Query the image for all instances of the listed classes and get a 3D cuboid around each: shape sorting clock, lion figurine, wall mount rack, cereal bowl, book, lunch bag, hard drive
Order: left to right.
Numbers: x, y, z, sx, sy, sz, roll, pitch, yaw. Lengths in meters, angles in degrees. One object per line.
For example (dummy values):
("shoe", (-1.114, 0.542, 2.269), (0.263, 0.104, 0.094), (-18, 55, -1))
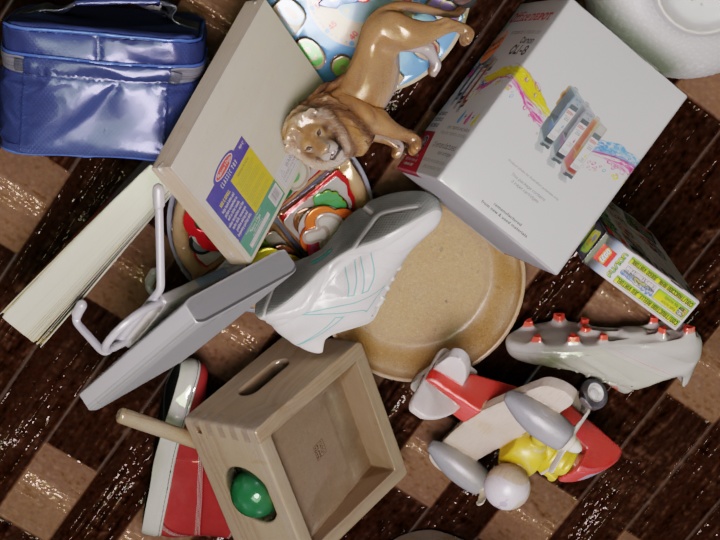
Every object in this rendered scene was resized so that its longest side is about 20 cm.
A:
("book", (-0.241, -0.035, 1.464), (0.048, 0.134, 0.200), (41, 104, -12))
("lunch bag", (-0.221, -0.178, 1.412), (0.199, 0.136, 0.133), (2, 110, -4))
("wall mount rack", (-0.169, -0.008, 1.413), (0.075, 0.200, 0.174), (48, 122, 8))
("hard drive", (-0.158, 0.055, 1.425), (0.200, 0.132, 0.026), (-37, 86, 45))
("shape sorting clock", (0.003, -0.256, 1.446), (0.199, 0.039, 0.200), (-1, 110, -2))
("lion figurine", (0.013, -0.174, 1.422), (0.122, 0.072, 0.200), (25, 84, -22))
("cereal bowl", (0.303, -0.269, 1.433), (0.200, 0.083, 0.201), (-1, 109, -2))

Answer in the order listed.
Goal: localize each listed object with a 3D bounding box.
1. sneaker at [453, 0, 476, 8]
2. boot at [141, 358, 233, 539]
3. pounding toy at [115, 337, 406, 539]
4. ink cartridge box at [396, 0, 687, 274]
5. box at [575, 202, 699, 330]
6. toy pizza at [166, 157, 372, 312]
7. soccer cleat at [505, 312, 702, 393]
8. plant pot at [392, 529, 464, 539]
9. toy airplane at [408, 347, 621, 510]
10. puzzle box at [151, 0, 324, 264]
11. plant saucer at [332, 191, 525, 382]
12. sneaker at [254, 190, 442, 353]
("sneaker", (0.138, -0.319, 1.423), (0.200, 0.082, 0.077), (-44, 61, -3))
("boot", (-0.135, 0.183, 1.583), (0.144, 0.072, 0.200), (8, 115, -8))
("pounding toy", (-0.091, 0.166, 1.509), (0.142, 0.200, 0.184), (4, 123, 43))
("ink cartridge box", (0.161, -0.124, 1.421), (0.145, 0.145, 0.200), (38, 88, -15))
("box", (0.239, -0.023, 1.454), (0.110, 0.200, 0.035), (35, 104, -13))
("toy pizza", (-0.084, -0.046, 1.504), (0.200, 0.032, 0.201), (-4, 115, -9))
("soccer cleat", (0.241, 0.087, 1.562), (0.199, 0.069, 0.078), (-1, 114, -9))
("plant pot", (0.073, 0.361, 1.591), (0.200, 0.184, 0.201), (-1, 110, -3))
("toy airplane", (0.135, 0.158, 1.515), (0.199, 0.141, 0.200), (-2, 152, 22))
("puzzle box", (-0.099, -0.122, 1.393), (0.025, 0.200, 0.133), (1, 142, 36))
("plant saucer", (0.060, 0.012, 1.536), (0.200, 0.035, 0.201), (-4, 114, -8))
("sneaker", (0.000, 0.000, 1.469), (0.200, 0.070, 0.080), (-36, 119, 14))
